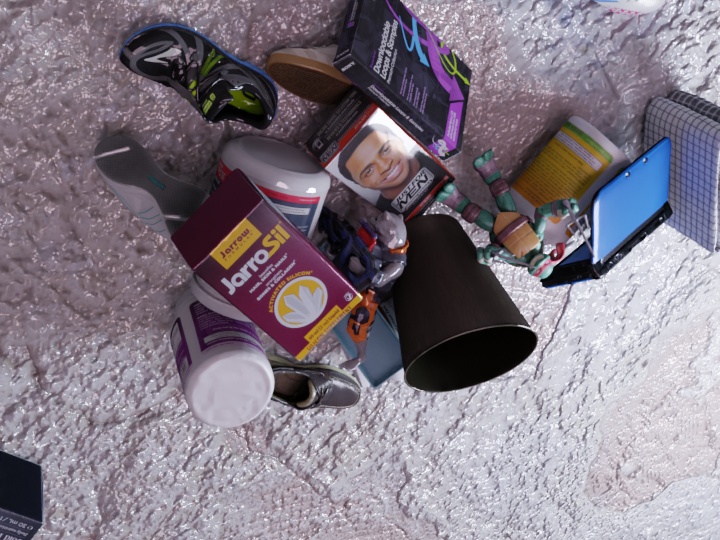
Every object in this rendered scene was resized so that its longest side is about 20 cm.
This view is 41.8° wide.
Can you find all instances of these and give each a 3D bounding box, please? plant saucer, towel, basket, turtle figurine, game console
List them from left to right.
[{"bbox_3d":[-0.011,0.060,1.291,0.070,0.019,0.201,-36,84,8],"label":"plant saucer"},{"bbox_3d":[0.114,0.036,1.238,0.178,0.201,0.137,-12,144,-8],"label":"basket"},{"bbox_3d":[0.199,-0.053,1.234,0.149,0.200,0.101,-37,165,-17],"label":"turtle figurine"},{"bbox_3d":[0.343,-0.079,1.326,0.199,0.170,0.119,-34,100,-33],"label":"game console"},{"bbox_3d":[0.493,-0.144,1.356,0.085,0.166,0.202,-22,124,-15],"label":"towel"}]

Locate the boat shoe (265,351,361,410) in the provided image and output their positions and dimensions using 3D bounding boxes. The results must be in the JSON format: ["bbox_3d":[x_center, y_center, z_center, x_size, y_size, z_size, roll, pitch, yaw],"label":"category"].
[{"bbox_3d":[-0.082,0.173,1.367,0.198,0.065,0.074,15,110,-28],"label":"boat shoe"}]

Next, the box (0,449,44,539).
[{"bbox_3d":[-0.556,0.332,1.240,0.199,0.124,0.197,31,105,-32],"label":"box"}]

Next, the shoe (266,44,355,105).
[{"bbox_3d":[-0.023,-0.242,1.174,0.198,0.054,0.070,12,154,-23],"label":"shoe"}]

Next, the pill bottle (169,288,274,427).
[{"bbox_3d":[-0.184,0.100,1.206,0.111,0.200,0.113,-9,121,-15],"label":"pill bottle"}]

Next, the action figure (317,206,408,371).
[{"bbox_3d":[0.000,0.000,1.228,0.104,0.201,0.195,14,119,-29],"label":"action figure"}]

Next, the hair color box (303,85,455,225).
[{"bbox_3d":[0.028,-0.138,1.209,0.102,0.061,0.199,-48,140,9],"label":"hair color box"}]

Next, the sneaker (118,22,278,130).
[{"bbox_3d":[-0.181,-0.222,1.096,0.198,0.083,0.071,21,128,-28],"label":"sneaker"}]

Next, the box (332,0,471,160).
[{"bbox_3d":[0.057,-0.248,1.150,0.199,0.144,0.036,34,141,-32],"label":"box"}]

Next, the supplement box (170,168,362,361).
[{"bbox_3d":[-0.104,-0.003,1.075,0.110,0.086,0.200,-44,130,1],"label":"supplement box"}]

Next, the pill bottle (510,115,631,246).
[{"bbox_3d":[0.274,-0.106,1.322,0.111,0.111,0.200,34,102,-32],"label":"pill bottle"}]

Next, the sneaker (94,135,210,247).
[{"bbox_3d":[-0.231,-0.077,1.124,0.200,0.080,0.070,42,68,5],"label":"sneaker"}]

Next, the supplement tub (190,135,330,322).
[{"bbox_3d":[-0.129,-0.053,1.179,0.139,0.141,0.202,10,113,-25],"label":"supplement tub"}]

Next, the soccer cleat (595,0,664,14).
[{"bbox_3d":[0.329,-0.369,1.214,0.198,0.086,0.070,9,114,-25],"label":"soccer cleat"}]

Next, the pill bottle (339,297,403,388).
[{"bbox_3d":[0.074,0.088,1.353,0.198,0.112,0.113,-25,124,-6],"label":"pill bottle"}]
